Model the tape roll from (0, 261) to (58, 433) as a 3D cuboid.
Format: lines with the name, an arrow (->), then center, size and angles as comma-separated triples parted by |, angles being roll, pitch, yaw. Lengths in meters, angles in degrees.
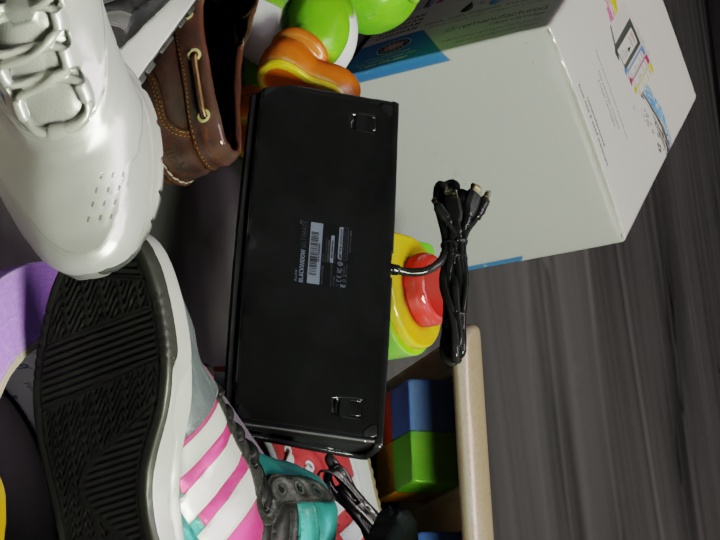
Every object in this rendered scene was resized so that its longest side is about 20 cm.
tape roll -> -0.142, 0.100, 0.962 | 0.200, 0.065, 0.202 | 34, 50, -55

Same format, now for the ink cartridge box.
ink cartridge box -> 0.102, -0.114, 1.424 | 0.145, 0.146, 0.200 | 67, 29, -21

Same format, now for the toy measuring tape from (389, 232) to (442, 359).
toy measuring tape -> -0.002, 0.014, 1.263 | 0.200, 0.073, 0.074 | 10, 71, -62

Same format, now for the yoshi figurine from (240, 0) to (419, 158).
yoshi figurine -> -0.011, -0.140, 1.275 | 0.112, 0.111, 0.201 | 75, 20, -44

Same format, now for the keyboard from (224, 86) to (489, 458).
keyboard -> 0.000, 0.000, 1.122 | 0.021, 0.126, 0.201 | 113, -16, -58

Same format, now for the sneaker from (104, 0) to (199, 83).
sneaker -> -0.134, -0.130, 1.059 | 0.088, 0.075, 0.201 | 54, 35, -29

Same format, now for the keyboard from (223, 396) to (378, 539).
keyboard -> -0.025, 0.141, 1.052 | 0.201, 0.127, 0.021 | 56, 38, -4

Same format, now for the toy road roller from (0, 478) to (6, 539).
toy road roller -> -0.220, 0.122, 0.750 | 0.200, 0.122, 0.147 | 3, 91, -60

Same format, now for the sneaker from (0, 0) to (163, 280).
sneaker -> -0.128, -0.095, 0.881 | 0.087, 0.074, 0.202 | 30, 46, -83

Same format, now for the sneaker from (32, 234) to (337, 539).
sneaker -> -0.065, 0.080, 0.952 | 0.120, 0.083, 0.202 | -10, 96, -58

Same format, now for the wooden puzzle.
wooden puzzle -> 0.023, 0.141, 1.201 | 0.200, 0.046, 0.187 | 133, -44, -68

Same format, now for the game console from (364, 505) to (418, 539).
game console -> -0.058, 0.211, 0.955 | 0.200, 0.115, 0.177 | -59, 155, -51

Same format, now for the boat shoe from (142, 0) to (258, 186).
boat shoe -> -0.081, -0.133, 1.163 | 0.070, 0.070, 0.201 | 38, 46, -50

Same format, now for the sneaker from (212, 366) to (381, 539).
sneaker -> -0.029, 0.131, 1.108 | 0.112, 0.071, 0.201 | 27, 29, -47
